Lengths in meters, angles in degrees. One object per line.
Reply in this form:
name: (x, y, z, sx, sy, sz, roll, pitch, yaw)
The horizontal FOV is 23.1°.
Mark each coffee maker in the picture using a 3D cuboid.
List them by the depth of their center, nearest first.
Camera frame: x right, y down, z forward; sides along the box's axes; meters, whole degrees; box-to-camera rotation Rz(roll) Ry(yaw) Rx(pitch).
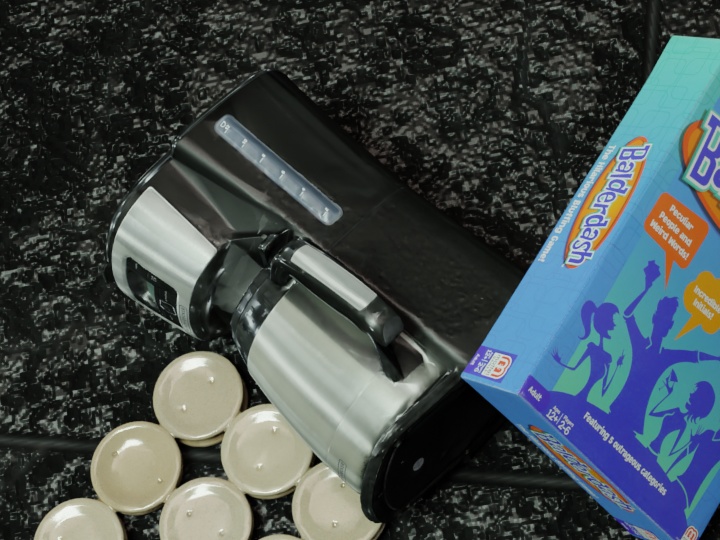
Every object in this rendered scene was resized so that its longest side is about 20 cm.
coffee maker: (0.000, 0.000, 0.904, 0.200, 0.135, 0.192, 41, 46, 21)

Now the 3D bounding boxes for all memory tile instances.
memory tile: (-0.093, 0.152, 0.905, 0.153, 0.017, 0.200, 34, 78, 20)

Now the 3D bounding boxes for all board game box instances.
board game box: (0.155, 0.013, 0.848, 0.045, 0.152, 0.200, 13, 67, 53)
